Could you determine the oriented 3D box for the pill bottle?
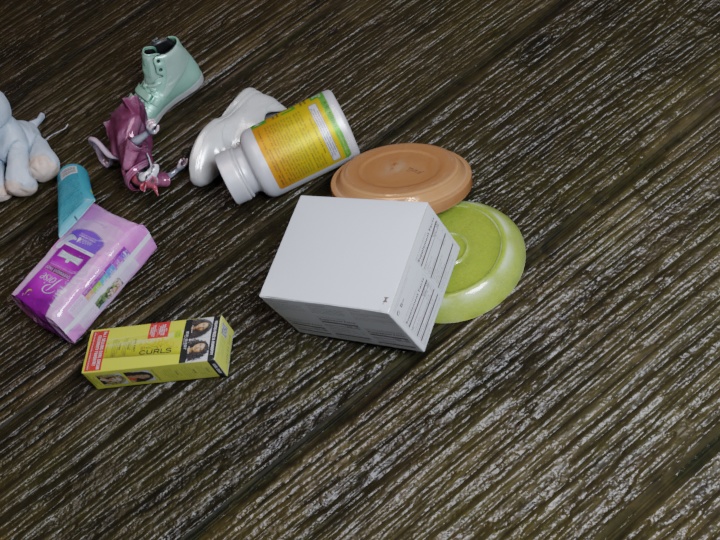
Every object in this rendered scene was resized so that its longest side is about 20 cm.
[{"bbox_3d":[-0.111,-0.179,1.412,0.199,0.111,0.111,-26,51,0],"label":"pill bottle"}]

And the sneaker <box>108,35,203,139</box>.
[{"bbox_3d":[-0.369,-0.313,1.598,0.200,0.118,0.074,-44,55,-13],"label":"sneaker"}]

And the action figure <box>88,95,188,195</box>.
[{"bbox_3d":[-0.363,-0.185,1.492,0.148,0.134,0.200,-24,48,2],"label":"action figure"}]

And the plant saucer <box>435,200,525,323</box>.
[{"bbox_3d":[0.120,-0.022,1.267,0.199,0.031,0.201,-9,52,12],"label":"plant saucer"}]

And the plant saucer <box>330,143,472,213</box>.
[{"bbox_3d":[0.056,-0.131,1.323,0.199,0.032,0.201,-5,33,3],"label":"plant saucer"}]

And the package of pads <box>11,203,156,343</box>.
[{"bbox_3d":[-0.413,0.000,1.411,0.120,0.076,0.200,21,64,35],"label":"package of pads"}]

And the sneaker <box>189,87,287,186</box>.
[{"bbox_3d":[-0.191,-0.207,1.493,0.088,0.075,0.200,24,64,19],"label":"sneaker"}]

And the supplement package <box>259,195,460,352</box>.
[{"bbox_3d":[0.000,0.000,1.214,0.199,0.111,0.156,6,65,33],"label":"supplement package"}]

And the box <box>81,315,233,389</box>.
[{"bbox_3d":[-0.277,0.112,1.296,0.199,0.050,0.076,-7,54,15],"label":"box"}]

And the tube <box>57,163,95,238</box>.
[{"bbox_3d":[-0.447,-0.115,1.477,0.078,0.050,0.200,-50,28,7],"label":"tube"}]

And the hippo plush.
[{"bbox_3d":[-0.598,-0.228,1.588,0.159,0.161,0.200,24,66,32],"label":"hippo plush"}]
